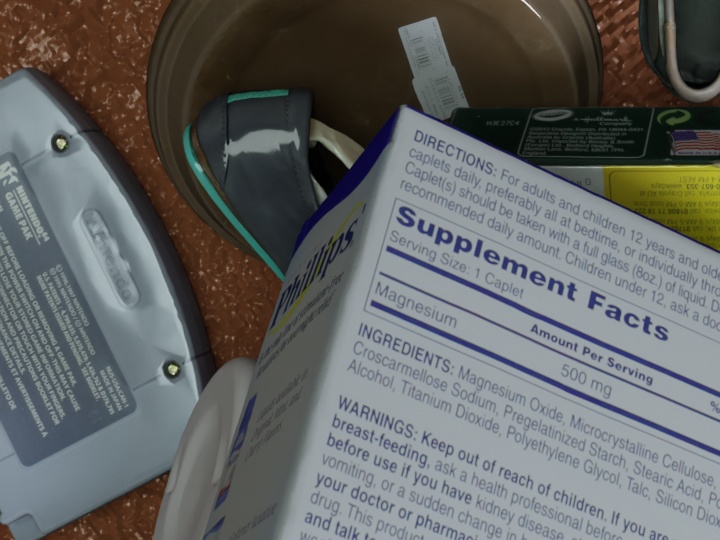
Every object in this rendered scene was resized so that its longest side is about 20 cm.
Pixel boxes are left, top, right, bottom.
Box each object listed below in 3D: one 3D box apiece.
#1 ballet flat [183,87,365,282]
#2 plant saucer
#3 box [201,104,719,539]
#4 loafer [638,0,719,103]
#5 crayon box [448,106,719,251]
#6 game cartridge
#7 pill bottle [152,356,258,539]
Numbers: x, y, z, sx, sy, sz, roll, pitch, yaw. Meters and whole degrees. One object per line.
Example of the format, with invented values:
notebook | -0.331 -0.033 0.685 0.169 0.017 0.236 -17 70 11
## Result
ballet flat | 0.000 0.000 0.760 0.072 0.073 0.201 -25 126 11
plant saucer | 0.007 -0.068 0.766 0.198 0.030 0.202 -3 129 -3
box | 0.052 0.077 0.637 0.182 0.105 0.202 24 60 -12
loafer | 0.143 -0.164 0.704 0.071 0.063 0.202 3 110 9
crayon box | 0.105 0.028 0.768 0.125 0.051 0.202 2 123 15
game cartridge | -0.151 0.014 0.858 0.132 0.042 0.202 -27 88 7
pill bottle | 0.023 0.117 0.735 0.198 0.113 0.114 19 97 -15
